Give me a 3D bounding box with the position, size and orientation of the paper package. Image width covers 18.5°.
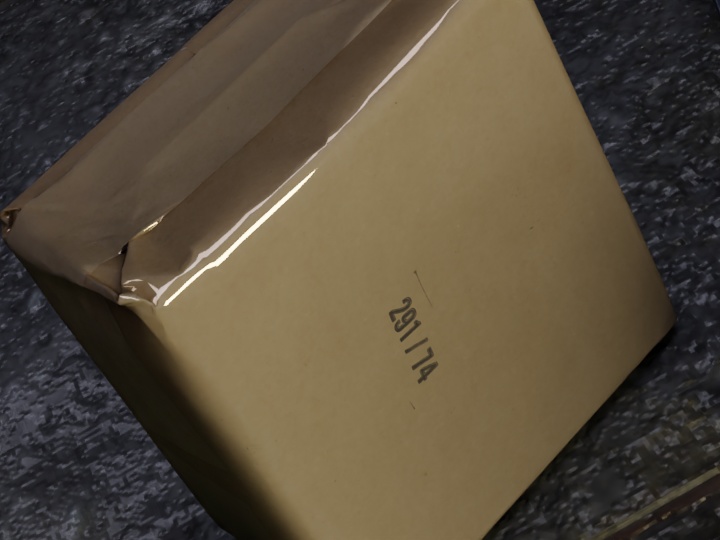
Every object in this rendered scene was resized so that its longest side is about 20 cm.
[{"bbox_3d":[0.000,0.000,0.813,0.191,0.200,0.103,-45,42,-17],"label":"paper package"}]

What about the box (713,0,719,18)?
[{"bbox_3d":[0.213,-0.149,0.941,0.141,0.079,0.200,-23,40,12],"label":"box"}]
